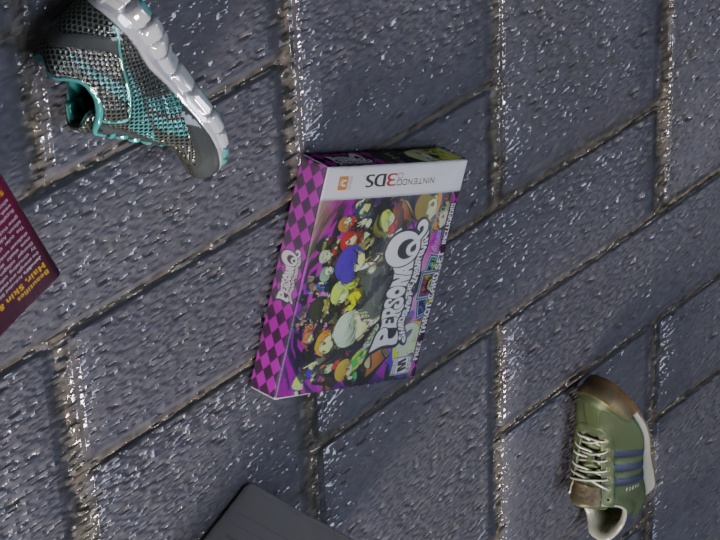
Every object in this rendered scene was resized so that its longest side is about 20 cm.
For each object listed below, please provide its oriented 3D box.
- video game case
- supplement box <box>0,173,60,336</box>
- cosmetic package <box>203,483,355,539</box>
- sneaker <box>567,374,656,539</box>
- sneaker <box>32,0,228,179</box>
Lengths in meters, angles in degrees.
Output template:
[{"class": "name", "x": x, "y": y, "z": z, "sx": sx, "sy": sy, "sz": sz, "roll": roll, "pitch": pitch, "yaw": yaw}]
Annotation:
[{"class": "video game case", "x": 0.000, "y": 0.000, "z": 1.958, "sx": 0.180, "sy": 0.036, "sz": 0.202, "roll": -5, "pitch": 114, "yaw": -49}, {"class": "supplement box", "x": -0.290, "y": -0.036, "z": 1.527, "sx": 0.110, "sy": 0.085, "sz": 0.201, "roll": -48, "pitch": 141, "yaw": -22}, {"class": "cosmetic package", "x": -0.066, "y": 0.321, "z": 1.955, "sx": 0.200, "sy": 0.166, "sz": 0.168, "roll": -51, "pitch": 142, "yaw": -19}, {"class": "sneaker", "x": 0.240, "y": 0.195, "z": 2.349, "sx": 0.090, "sy": 0.067, "sz": 0.201, "roll": -54, "pitch": 146, "yaw": -23}, {"class": "sneaker", "x": -0.164, "y": -0.122, "z": 1.665, "sx": 0.091, "sy": 0.078, "sz": 0.200, "roll": -40, "pitch": 137, "yaw": -6}]
